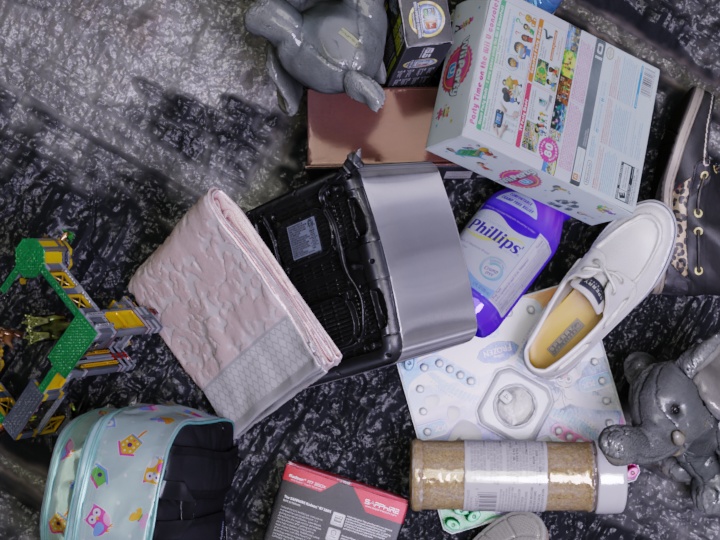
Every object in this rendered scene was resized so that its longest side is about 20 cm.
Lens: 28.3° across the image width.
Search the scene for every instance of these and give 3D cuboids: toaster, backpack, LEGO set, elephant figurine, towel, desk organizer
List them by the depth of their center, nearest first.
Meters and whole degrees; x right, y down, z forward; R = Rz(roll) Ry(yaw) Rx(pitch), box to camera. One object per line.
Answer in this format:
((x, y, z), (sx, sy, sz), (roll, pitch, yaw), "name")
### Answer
((-0.197, 0.202, 1.266), (0.152, 0.200, 0.177), (12, 87, 5), "backpack")
((0.294, 0.120, 1.283), (0.141, 0.156, 0.200), (-43, 123, 13), "elephant figurine")
((0.000, 0.000, 1.304), (0.118, 0.199, 0.182), (-11, 83, -40), "toaster")
((-0.036, -0.212, 1.312), (0.140, 0.200, 0.156), (17, 79, -2), "elephant figurine")
((-0.123, 0.045, 1.313), (0.032, 0.200, 0.192), (-32, 85, -40), "towel")
((-0.282, 0.066, 1.352), (0.153, 0.116, 0.201), (39, 109, 23), "LEGO set")
((0.046, -0.131, 1.373), (0.198, 0.072, 0.078), (-1, 83, 1), "desk organizer")

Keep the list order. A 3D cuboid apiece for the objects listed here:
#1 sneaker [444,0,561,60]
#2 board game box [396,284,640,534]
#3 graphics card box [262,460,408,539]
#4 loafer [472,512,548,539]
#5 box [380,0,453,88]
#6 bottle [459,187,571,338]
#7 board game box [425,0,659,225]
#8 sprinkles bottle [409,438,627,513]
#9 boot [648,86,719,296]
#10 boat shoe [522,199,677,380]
((0.154, -0.251, 1.384), (0.200, 0.078, 0.090), (-39, 126, -15), "sneaker")
((0.149, 0.131, 1.375), (0.198, 0.026, 0.202), (-16, 86, -1), "board game box")
((-0.041, 0.294, 1.354), (0.124, 0.051, 0.202), (17, 85, 2), "graphics card box")
((0.114, 0.318, 1.353), (0.072, 0.063, 0.201), (31, 83, 36), "loafer")
((0.039, -0.260, 1.316), (0.044, 0.200, 0.162), (-8, 85, -6), "box")
((0.146, -0.034, 1.358), (0.083, 0.065, 0.200), (32, 76, 31), "bottle")
((0.169, -0.147, 1.302), (0.199, 0.064, 0.149), (22, 72, -27), "board game box")
((0.144, 0.190, 1.323), (0.198, 0.068, 0.069), (0, 86, 1), "sprinkles bottle")
((0.354, -0.063, 1.362), (0.149, 0.073, 0.202), (12, 90, 3), "boot")
((0.219, 0.018, 1.318), (0.071, 0.070, 0.200), (43, 98, 13), "boat shoe")
